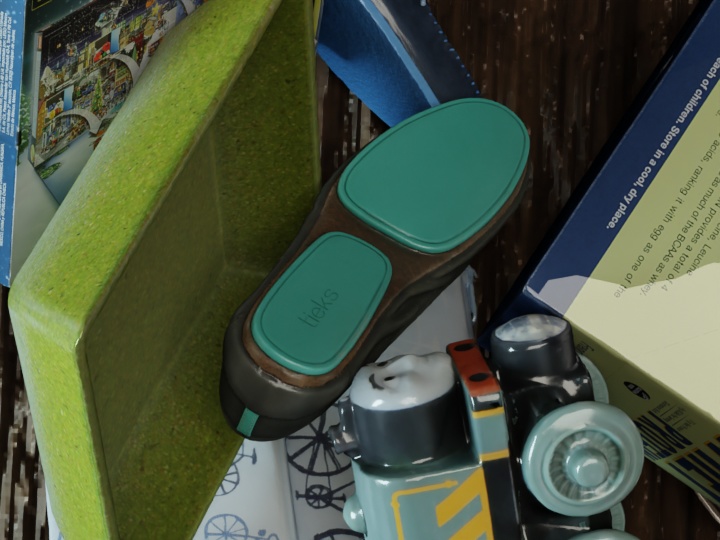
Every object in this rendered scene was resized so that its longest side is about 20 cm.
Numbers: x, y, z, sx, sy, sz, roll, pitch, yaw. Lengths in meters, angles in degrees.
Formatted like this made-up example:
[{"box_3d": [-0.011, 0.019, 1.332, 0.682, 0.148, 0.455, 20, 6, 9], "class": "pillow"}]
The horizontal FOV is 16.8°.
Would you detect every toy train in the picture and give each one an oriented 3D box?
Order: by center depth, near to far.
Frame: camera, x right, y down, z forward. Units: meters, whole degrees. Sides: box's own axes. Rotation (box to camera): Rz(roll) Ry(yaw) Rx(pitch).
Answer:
[{"box_3d": [0.053, 0.116, 0.939, 0.114, 0.085, 0.200, -12, 110, -5], "class": "toy train"}]

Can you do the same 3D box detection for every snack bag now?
[{"box_3d": [-0.035, 0.070, 1.023, 0.199, 0.021, 0.189, -3, 56, -9], "class": "snack bag"}]

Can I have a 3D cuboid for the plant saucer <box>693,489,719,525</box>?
[{"box_3d": [0.227, 0.044, 1.105, 0.200, 0.037, 0.201, 0, 88, -9], "class": "plant saucer"}]

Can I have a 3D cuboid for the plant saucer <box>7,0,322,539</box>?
[{"box_3d": [-0.074, 0.007, 0.930, 0.048, 0.200, 0.200, 17, 53, 15], "class": "plant saucer"}]

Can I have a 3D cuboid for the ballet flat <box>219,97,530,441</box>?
[{"box_3d": [0.000, 0.000, 0.987, 0.068, 0.068, 0.200, 36, 46, 10], "class": "ballet flat"}]

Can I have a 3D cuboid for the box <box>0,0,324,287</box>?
[{"box_3d": [-0.081, -0.098, 0.948, 0.038, 0.137, 0.200, 28, 41, 23], "class": "box"}]

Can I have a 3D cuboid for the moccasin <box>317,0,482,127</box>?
[{"box_3d": [-0.002, -0.146, 1.055, 0.068, 0.080, 0.200, -38, 98, -22], "class": "moccasin"}]

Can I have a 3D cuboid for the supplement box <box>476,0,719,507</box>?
[{"box_3d": [0.190, -0.003, 1.010, 0.200, 0.134, 0.200, 34, 79, 2], "class": "supplement box"}]
